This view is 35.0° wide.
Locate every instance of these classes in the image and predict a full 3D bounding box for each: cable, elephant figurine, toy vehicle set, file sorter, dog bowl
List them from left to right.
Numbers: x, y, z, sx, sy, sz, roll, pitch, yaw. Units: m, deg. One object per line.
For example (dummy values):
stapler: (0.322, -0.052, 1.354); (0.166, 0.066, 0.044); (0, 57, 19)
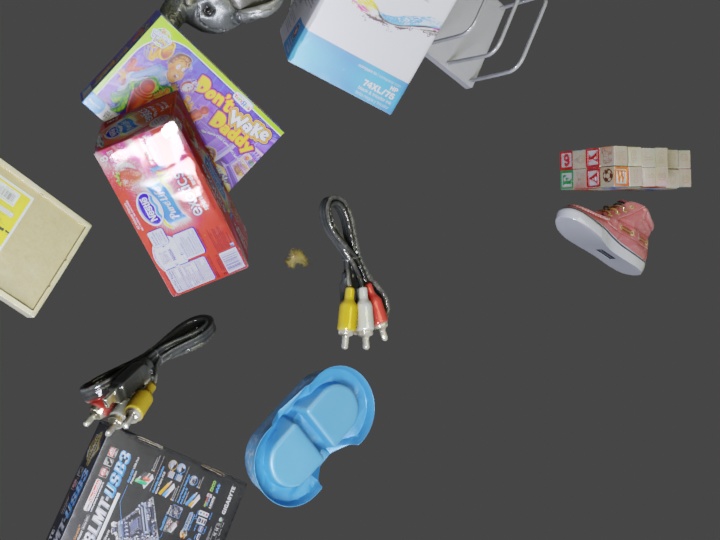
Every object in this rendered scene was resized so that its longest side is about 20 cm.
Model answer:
toy vehicle set: (-0.408, -0.055, 1.248); (0.200, 0.026, 0.125); (40, 70, -27)
cable: (-0.249, 0.120, 1.338); (0.200, 0.096, 0.051); (-43, 124, -47)
elephant figurine: (-0.158, -0.345, 1.371); (0.141, 0.154, 0.202); (-17, 116, -75)
dog bowl: (-0.068, 0.208, 1.461); (0.200, 0.049, 0.112); (-47, 114, -24)
cable: (0.000, 0.000, 1.496); (0.097, 0.050, 0.202); (-9, 95, -39)
file sorter: (0.138, -0.366, 1.552); (0.199, 0.124, 0.140); (32, 73, -30)

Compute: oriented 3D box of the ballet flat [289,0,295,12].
ballet flat: (-0.048, -0.370, 1.465); (0.071, 0.072, 0.202); (8, 86, -33)

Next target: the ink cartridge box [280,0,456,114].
ink cartridge box: (0.015, -0.325, 1.371); (0.145, 0.147, 0.201); (25, 110, -18)

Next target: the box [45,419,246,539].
box: (-0.256, 0.305, 1.337); (0.198, 0.050, 0.201); (29, 75, -29)

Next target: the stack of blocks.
stack of blocks: (0.416, -0.154, 1.742); (0.199, 0.115, 0.059); (-2, 91, -34)

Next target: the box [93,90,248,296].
box: (-0.210, -0.086, 1.297); (0.099, 0.096, 0.201); (-22, 119, 5)

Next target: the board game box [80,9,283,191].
board game box: (-0.207, -0.184, 1.339); (0.135, 0.045, 0.200); (-46, 116, 4)

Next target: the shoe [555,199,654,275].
shoe: (0.376, -0.074, 1.746); (0.199, 0.071, 0.092); (30, 72, -35)
